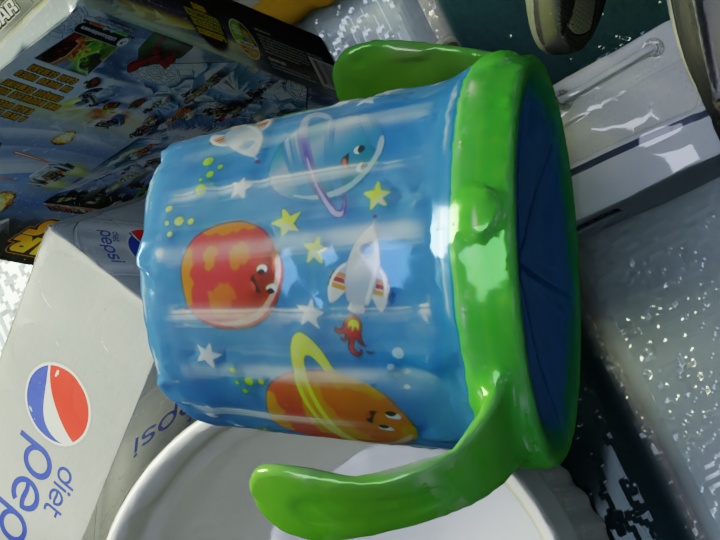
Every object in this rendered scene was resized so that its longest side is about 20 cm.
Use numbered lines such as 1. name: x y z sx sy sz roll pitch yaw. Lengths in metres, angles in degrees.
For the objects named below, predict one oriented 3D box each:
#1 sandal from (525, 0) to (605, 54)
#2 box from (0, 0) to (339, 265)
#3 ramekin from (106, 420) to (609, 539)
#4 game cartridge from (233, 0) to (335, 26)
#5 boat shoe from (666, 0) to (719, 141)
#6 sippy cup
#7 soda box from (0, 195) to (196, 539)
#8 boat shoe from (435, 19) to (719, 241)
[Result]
1. sandal: 0.039 -0.170 0.781 0.057 0.080 0.201 -24 84 23
2. box: -0.106 -0.056 0.814 0.137 0.200 0.040 -34 70 19
3. ramekin: 0.009 0.139 0.810 0.200 0.105 0.201 0 89 25
4. game cartridge: -0.082 -0.144 0.825 0.200 0.176 0.032 -33 45 21
5. boat shoe: 0.161 -0.044 0.734 0.073 0.063 0.202 -21 98 10
6. sippy cup: 0.000 0.000 0.715 0.130 0.178 0.140 -3 102 14
7. soda box: -0.111 0.073 0.860 0.068 0.063 0.200 36 120 22
8. boat shoe: 0.045 -0.045 0.814 0.202 0.075 0.086 -25 79 19
